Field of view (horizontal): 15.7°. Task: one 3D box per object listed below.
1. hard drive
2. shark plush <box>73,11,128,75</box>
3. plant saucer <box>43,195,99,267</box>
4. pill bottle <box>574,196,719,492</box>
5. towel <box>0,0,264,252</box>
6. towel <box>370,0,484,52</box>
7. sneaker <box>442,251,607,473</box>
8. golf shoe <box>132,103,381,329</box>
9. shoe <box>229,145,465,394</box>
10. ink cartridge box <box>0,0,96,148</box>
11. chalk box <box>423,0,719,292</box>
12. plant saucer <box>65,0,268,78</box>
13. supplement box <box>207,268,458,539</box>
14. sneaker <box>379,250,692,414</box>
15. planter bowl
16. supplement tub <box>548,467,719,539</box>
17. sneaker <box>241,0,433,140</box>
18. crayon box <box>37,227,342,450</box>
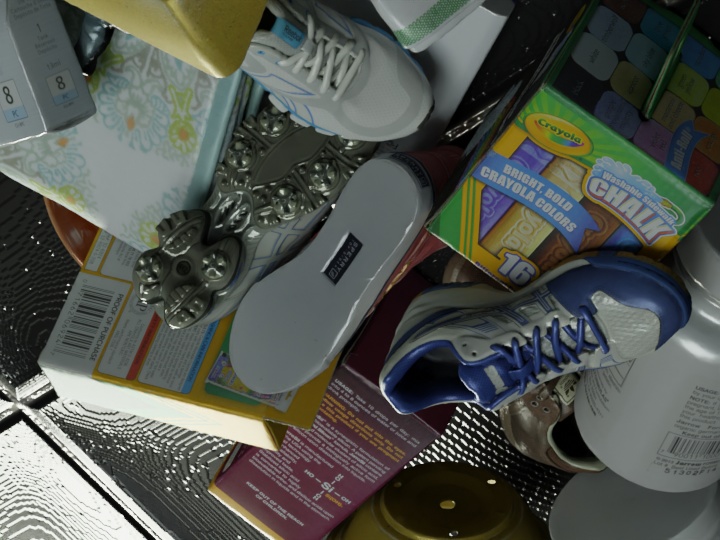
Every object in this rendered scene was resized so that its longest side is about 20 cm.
[{"bbox_3d":[0.002,-0.133,1.659,0.132,0.025,0.200,31,137,1],"label":"hard drive"},{"bbox_3d":[-0.151,-0.220,1.625,0.083,0.091,0.200,28,133,29],"label":"shark plush"},{"bbox_3d":[-0.126,-0.042,1.809,0.200,0.032,0.200,15,135,16],"label":"plant saucer"},{"bbox_3d":[0.215,0.037,1.629,0.114,0.114,0.200,27,136,5],"label":"pill bottle"},{"bbox_3d":[-0.150,-0.113,1.711,0.171,0.048,0.200,31,125,18],"label":"towel"},{"bbox_3d":[0.036,-0.238,1.461,0.200,0.149,0.031,55,171,-31],"label":"towel"},{"bbox_3d":[0.119,0.056,1.723,0.075,0.070,0.200,24,152,41],"label":"sneaker"},{"bbox_3d":[-0.057,-0.042,1.684,0.200,0.097,0.078,-42,71,9],"label":"golf shoe"},{"bbox_3d":[0.000,0.000,1.668,0.071,0.091,0.200,48,120,17],"label":"shoe"},{"bbox_3d":[-0.260,-0.175,1.683,0.160,0.047,0.200,-9,106,54],"label":"ink cartridge box"},{"bbox_3d":[0.151,-0.079,1.552,0.124,0.125,0.200,36,138,-5],"label":"chalk box"},{"bbox_3d":[-0.122,-0.238,1.491,0.200,0.048,0.200,28,100,28],"label":"plant saucer"},{"bbox_3d":[-0.008,0.099,1.813,0.086,0.110,0.200,38,137,-7],"label":"supplement box"},{"bbox_3d":[0.102,0.048,1.543,0.200,0.088,0.075,-14,119,36],"label":"sneaker"},{"bbox_3d":[0.059,0.190,1.803,0.200,0.200,0.084,14,124,18],"label":"planter bowl"},{"bbox_3d":[0.221,0.228,1.776,0.144,0.145,0.200,-7,124,34],"label":"supplement tub"},{"bbox_3d":[-0.042,-0.134,1.564,0.200,0.075,0.087,27,-178,-15],"label":"sneaker"},{"bbox_3d":[-0.099,0.042,1.751,0.200,0.126,0.052,13,154,19],"label":"crayon box"}]
